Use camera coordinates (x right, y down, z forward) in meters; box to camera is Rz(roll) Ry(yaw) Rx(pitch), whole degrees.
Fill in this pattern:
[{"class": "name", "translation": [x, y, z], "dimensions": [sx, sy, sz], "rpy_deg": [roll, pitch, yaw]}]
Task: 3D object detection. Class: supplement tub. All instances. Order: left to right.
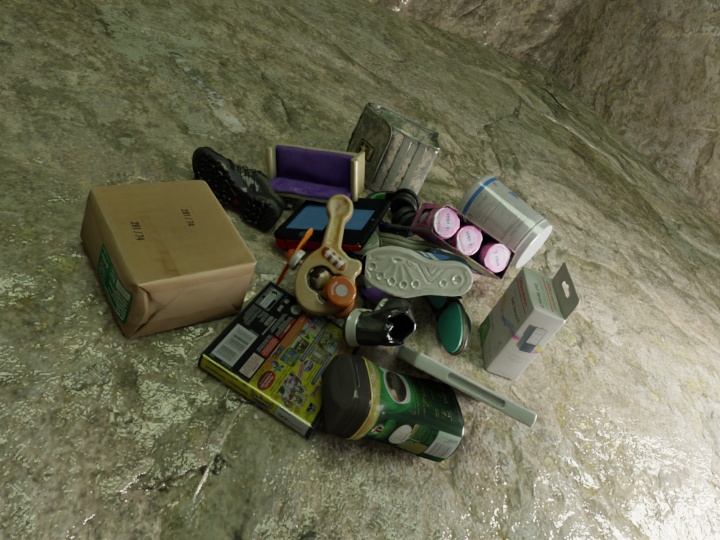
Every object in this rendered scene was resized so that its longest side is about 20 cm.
[{"class": "supplement tub", "translation": [0.338, -0.119, 1.299], "dimensions": [0.200, 0.133, 0.131], "rpy_deg": [45, 38, 21]}]

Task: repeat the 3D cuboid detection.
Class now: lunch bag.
[{"class": "lunch bag", "translation": [0.064, -0.271, 1.262], "dimensions": [0.196, 0.166, 0.119], "rpy_deg": [22, 34, -9]}]

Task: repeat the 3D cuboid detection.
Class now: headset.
[{"class": "headset", "translation": [0.098, -0.111, 1.195], "dimensions": [0.194, 0.095, 0.125], "rpy_deg": [5, 43, -6]}]

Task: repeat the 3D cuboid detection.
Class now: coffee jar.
[{"class": "coffee jar", "translation": [0.040, 0.185, 0.738], "dimensions": [0.196, 0.086, 0.105], "rpy_deg": [23, 31, -25]}]

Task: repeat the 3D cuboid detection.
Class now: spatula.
[{"class": "spatula", "translation": [0.000, 0.000, 1.013], "dimensions": [0.056, 0.021, 0.201], "rpy_deg": [-9, 50, -39]}]

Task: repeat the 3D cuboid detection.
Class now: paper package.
[{"class": "paper package", "translation": [-0.275, -0.027, 0.784], "dimensions": [0.188, 0.105, 0.201], "rpy_deg": [-12, 53, -41]}]

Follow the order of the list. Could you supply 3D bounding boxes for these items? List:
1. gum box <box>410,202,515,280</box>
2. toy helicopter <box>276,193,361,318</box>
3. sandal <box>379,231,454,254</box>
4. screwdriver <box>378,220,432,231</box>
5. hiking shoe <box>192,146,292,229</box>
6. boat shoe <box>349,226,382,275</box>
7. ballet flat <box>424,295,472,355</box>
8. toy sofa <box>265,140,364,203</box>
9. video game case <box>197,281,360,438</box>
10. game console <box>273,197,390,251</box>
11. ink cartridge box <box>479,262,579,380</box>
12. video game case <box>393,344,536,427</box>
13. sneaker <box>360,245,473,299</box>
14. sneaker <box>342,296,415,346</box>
[{"class": "gum box", "translation": [0.201, -0.063, 1.112], "dimensions": [0.197, 0.067, 0.113], "rpy_deg": [31, -3, -19]}, {"class": "toy helicopter", "translation": [-0.058, -0.029, 0.872], "dimensions": [0.129, 0.079, 0.205], "rpy_deg": [11, 71, 2]}, {"class": "sandal", "translation": [0.111, -0.032, 1.101], "dimensions": [0.196, 0.059, 0.080], "rpy_deg": [15, -1, 8]}, {"class": "screwdriver", "translation": [0.068, -0.083, 1.072], "dimensions": [0.028, 0.030, 0.197], "rpy_deg": [-26, 29, -35]}, {"class": "hiking shoe", "translation": [-0.223, -0.158, 1.018], "dimensions": [0.199, 0.076, 0.101], "rpy_deg": [40, 27, 0]}, {"class": "boat shoe", "translation": [0.005, -0.058, 1.028], "dimensions": [0.070, 0.062, 0.202], "rpy_deg": [-8, 27, 3]}, {"class": "ballet flat", "translation": [0.169, 0.075, 1.005], "dimensions": [0.067, 0.068, 0.203], "rpy_deg": [21, 35, -31]}, {"class": "toy sofa", "translation": [-0.093, -0.192, 1.070], "dimensions": [0.195, 0.085, 0.098], "rpy_deg": [12, 30, 17]}, {"class": "video game case", "translation": [-0.106, 0.118, 0.792], "dimensions": [0.178, 0.026, 0.201], "rpy_deg": [32, 35, 3]}, {"class": "game console", "translation": [-0.050, -0.091, 1.007], "dimensions": [0.172, 0.032, 0.201], "rpy_deg": [1, 29, 20]}, {"class": "ink cartridge box", "translation": [0.290, 0.080, 0.962], "dimensions": [0.066, 0.202, 0.118], "rpy_deg": [20, 35, -10]}, {"class": "video game case", "translation": [0.143, 0.163, 0.808], "dimensions": [0.179, 0.023, 0.200], "rpy_deg": [28, -5, -2]}, {"class": "sneaker", "translation": [0.099, -0.002, 0.967], "dimensions": [0.194, 0.083, 0.147], "rpy_deg": [8, 8, 2]}, {"class": "sneaker", "translation": [0.055, 0.084, 0.866], "dimensions": [0.088, 0.069, 0.199], "rpy_deg": [4, 7, 28]}]
